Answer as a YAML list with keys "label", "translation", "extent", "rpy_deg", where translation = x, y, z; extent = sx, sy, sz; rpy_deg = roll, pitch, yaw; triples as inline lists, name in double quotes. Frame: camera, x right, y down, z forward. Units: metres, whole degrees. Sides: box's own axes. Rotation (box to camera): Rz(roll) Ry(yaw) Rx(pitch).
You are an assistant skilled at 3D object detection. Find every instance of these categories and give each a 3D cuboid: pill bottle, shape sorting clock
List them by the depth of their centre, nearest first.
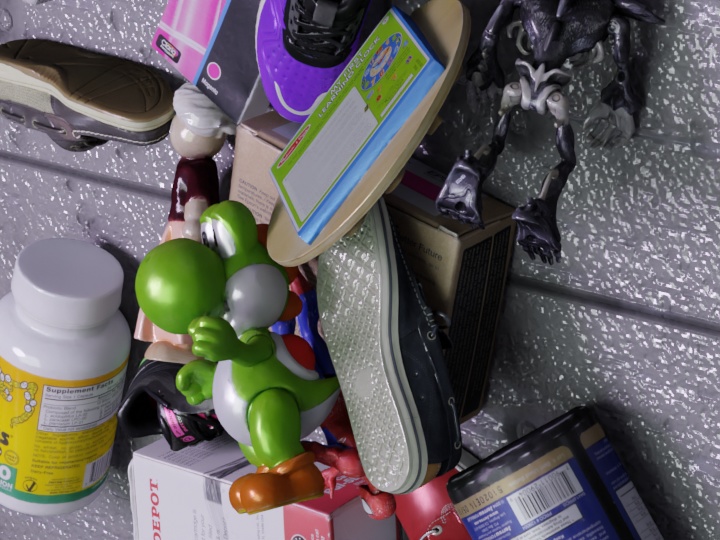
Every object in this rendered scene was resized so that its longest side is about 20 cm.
- label: "shape sorting clock"
  translation: [0.006, -0.087, 1.539]
  extent: [0.039, 0.201, 0.200]
  rpy_deg: [33, 139, -22]
- label: "pill bottle"
  translation: [0.149, 0.200, 1.597]
  extent: [0.112, 0.112, 0.201]
  rpy_deg: [-33, 83, 44]
- label: "pill bottle"
  translation: [-0.239, 0.081, 1.900]
  extent: [0.112, 0.112, 0.201]
  rpy_deg: [33, 127, 28]

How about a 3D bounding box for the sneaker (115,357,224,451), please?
- label: "sneaker"
  translation: [-0.105, 0.099, 1.796]
  extent: [0.199, 0.084, 0.077]
  rpy_deg: [-11, 122, 48]

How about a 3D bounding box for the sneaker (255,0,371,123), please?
- label: "sneaker"
  translation: [-0.026, -0.176, 1.586]
  extent: [0.069, 0.100, 0.201]
  rpy_deg: [11, 119, -7]

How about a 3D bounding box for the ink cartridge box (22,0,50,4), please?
- label: "ink cartridge box"
  translation: [-0.219, -0.313, 1.739]
  extent: [0.146, 0.084, 0.200]
  rpy_deg: [46, 132, 19]

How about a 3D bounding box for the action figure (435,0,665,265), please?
- label: "action figure"
  translation: [0.112, -0.111, 1.499]
  extent: [0.118, 0.201, 0.102]
  rpy_deg: [19, 162, 8]

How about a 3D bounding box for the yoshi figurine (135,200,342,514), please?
- label: "yoshi figurine"
  translation: [-0.091, 0.059, 1.577]
  extent: [0.112, 0.112, 0.202]
  rpy_deg: [-14, 87, 29]

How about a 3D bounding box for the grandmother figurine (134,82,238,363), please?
- label: "grandmother figurine"
  translation: [-0.122, -0.035, 1.746]
  extent: [0.121, 0.060, 0.202]
  rpy_deg: [180, 97, -76]

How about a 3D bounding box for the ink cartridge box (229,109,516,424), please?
- label: "ink cartridge box"
  translation: [0.000, 0.000, 1.676]
  extent: [0.199, 0.075, 0.166]
  rpy_deg: [29, 123, 31]

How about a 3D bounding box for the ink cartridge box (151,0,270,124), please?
- label: "ink cartridge box"
  translation: [-0.073, -0.207, 1.683]
  extent: [0.095, 0.037, 0.201]
  rpy_deg: [42, 126, 21]

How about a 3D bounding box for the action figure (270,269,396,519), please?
- label: "action figure"
  translation: [-0.044, 0.088, 1.655]
  extent: [0.099, 0.065, 0.201]
  rpy_deg: [-34, 83, 35]

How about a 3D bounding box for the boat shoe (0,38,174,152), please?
- label: "boat shoe"
  translation: [-0.207, -0.122, 1.822]
  extent: [0.200, 0.072, 0.066]
  rpy_deg: [23, 128, 41]

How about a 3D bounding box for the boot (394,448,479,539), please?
- label: "boot"
  translation: [0.048, 0.204, 1.668]
  extent: [0.200, 0.144, 0.073]
  rpy_deg: [48, 134, 18]

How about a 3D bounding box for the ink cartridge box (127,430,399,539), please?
- label: "ink cartridge box"
  translation: [-0.070, 0.210, 1.819]
  extent: [0.199, 0.083, 0.148]
  rpy_deg: [14, 115, 38]

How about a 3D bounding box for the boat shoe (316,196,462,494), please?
- label: "boat shoe"
  translation: [0.021, 0.044, 1.585]
  extent: [0.074, 0.062, 0.201]
  rpy_deg: [-23, 76, 48]
